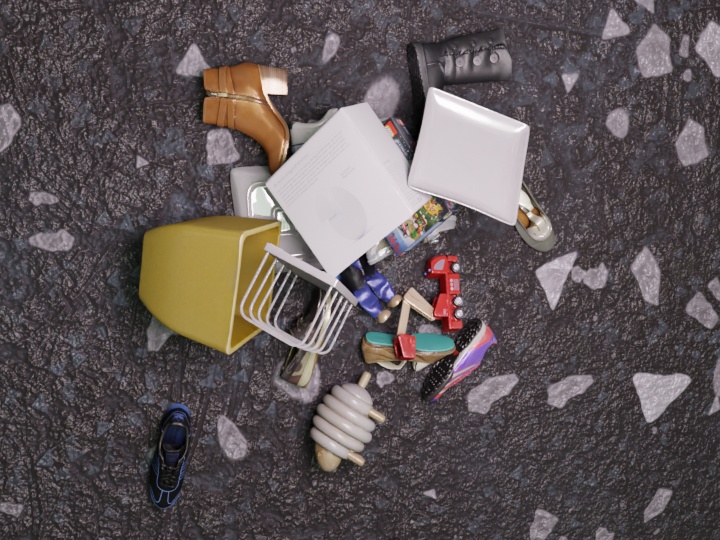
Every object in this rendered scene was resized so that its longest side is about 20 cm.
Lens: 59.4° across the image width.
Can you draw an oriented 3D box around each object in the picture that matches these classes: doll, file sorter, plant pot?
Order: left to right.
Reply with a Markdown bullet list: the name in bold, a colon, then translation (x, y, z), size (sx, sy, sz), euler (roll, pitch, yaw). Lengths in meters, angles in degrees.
- **plant pot**: translation (-0.267, 0.001, 1.089), size (0.194, 0.194, 0.202), euler (13, 102, 10)
- **file sorter**: translation (-0.104, 0.060, 1.088), size (0.136, 0.200, 0.127), euler (27, 84, 14)
- **doll**: translation (0.000, 0.000, 1.222), size (0.137, 0.048, 0.201), euler (-49, 112, -20)

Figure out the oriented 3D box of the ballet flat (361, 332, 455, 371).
- **ballet flat**: translation (0.094, 0.168, 1.277), size (0.193, 0.068, 0.074), euler (2, 119, -14)

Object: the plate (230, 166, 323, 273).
- **plate**: translation (-0.140, -0.095, 1.188), size (0.193, 0.032, 0.207), euler (-6, 100, -13)

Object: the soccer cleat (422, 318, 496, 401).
- **soccer cleat**: translation (0.206, 0.198, 1.305), size (0.073, 0.068, 0.202), euler (38, 88, -24)

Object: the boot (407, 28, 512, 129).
- **boot**: translation (0.198, -0.364, 1.214), size (0.194, 0.065, 0.171), euler (-13, 104, -16)

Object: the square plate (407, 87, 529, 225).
- **square plate**: translation (0.184, -0.192, 1.069), size (0.194, 0.028, 0.204), euler (18, 68, -8)

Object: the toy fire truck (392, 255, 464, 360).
- **toy fire truck**: translation (0.131, 0.070, 1.240), size (0.136, 0.049, 0.207), euler (1, 77, -12)

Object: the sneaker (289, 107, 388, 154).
- **sneaker**: translation (-0.037, -0.265, 1.164), size (0.194, 0.073, 0.073), euler (-16, 103, -12)

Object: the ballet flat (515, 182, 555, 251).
- **ballet flat**: translation (0.342, -0.112, 1.286), size (0.067, 0.064, 0.201), euler (-42, 106, -3)

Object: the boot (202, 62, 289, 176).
- **boot**: translation (-0.204, -0.263, 1.121), size (0.150, 0.077, 0.207), euler (-3, 100, -13)

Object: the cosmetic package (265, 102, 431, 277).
- **cosmetic package**: translation (-0.020, -0.137, 1.073), size (0.198, 0.123, 0.202), euler (-35, 93, 29)

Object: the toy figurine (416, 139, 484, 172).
- **toy figurine**: translation (0.188, -0.177, 1.175), size (0.193, 0.184, 0.156), euler (-7, 101, -13)

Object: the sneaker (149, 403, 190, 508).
- **sneaker**: translation (-0.360, 0.359, 1.185), size (0.068, 0.078, 0.207), euler (7, 97, -14)

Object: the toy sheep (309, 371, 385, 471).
- **toy sheep**: translation (-0.027, 0.294, 1.232), size (0.136, 0.137, 0.204), euler (32, 77, -16)

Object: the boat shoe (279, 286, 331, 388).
- **boat shoe**: translation (-0.105, 0.124, 1.211), size (0.063, 0.073, 0.207), euler (14, 94, -18)

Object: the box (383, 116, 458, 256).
- **box**: translation (0.068, -0.150, 1.133), size (0.136, 0.037, 0.203), euler (-39, 75, 33)

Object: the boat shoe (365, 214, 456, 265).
- **boat shoe**: translation (0.097, -0.066, 1.220), size (0.196, 0.074, 0.067), euler (-16, 96, -19)
